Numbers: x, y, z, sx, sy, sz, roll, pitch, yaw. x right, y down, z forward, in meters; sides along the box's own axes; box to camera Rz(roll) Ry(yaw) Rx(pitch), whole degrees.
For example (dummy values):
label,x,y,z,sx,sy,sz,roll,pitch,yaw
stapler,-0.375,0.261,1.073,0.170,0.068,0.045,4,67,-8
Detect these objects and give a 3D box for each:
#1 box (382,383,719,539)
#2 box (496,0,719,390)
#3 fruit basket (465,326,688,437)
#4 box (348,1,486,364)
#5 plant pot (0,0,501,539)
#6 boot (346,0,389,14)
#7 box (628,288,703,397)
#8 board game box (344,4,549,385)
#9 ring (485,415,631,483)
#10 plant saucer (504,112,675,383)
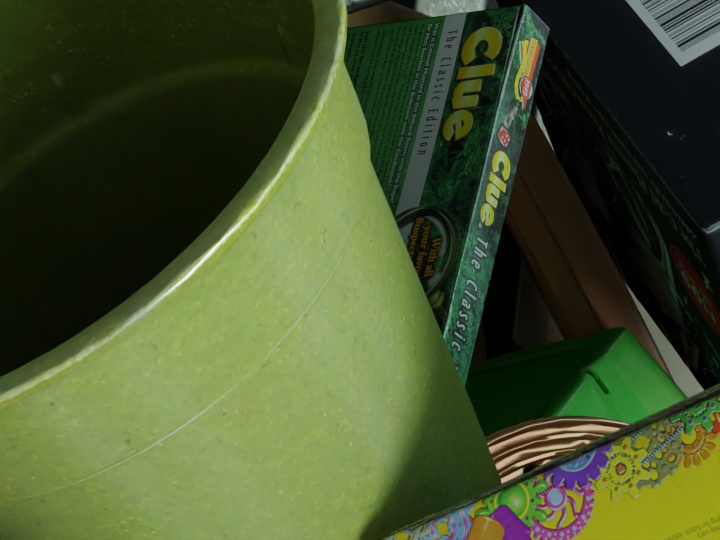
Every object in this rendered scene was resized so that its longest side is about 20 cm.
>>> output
label,x,y,z,sx,sy,sz,roll,pitch,yaw
box,0.151,0.097,0.644,0.192,0.200,0.122,8,59,-56
box,0.151,-0.041,0.906,0.200,0.104,0.182,59,-2,44
fruit basket,0.084,0.148,0.869,0.215,0.155,0.216,22,61,-46
box,-0.001,-0.019,0.936,0.163,0.021,0.201,11,69,-56
plant pot,-0.049,0.031,0.674,0.190,0.199,0.200,55,38,-35
boot,-0.048,-0.161,0.838,0.203,0.073,0.154,-22,96,-41
box,0.154,0.081,1.104,0.082,0.068,0.200,52,40,-35
board game box,0.000,0.000,0.818,0.023,0.105,0.201,36,61,-43
ring,0.084,0.147,0.763,0.200,0.019,0.201,10,69,-26
plant saucer,0.094,0.006,0.997,0.201,0.032,0.200,61,4,-7
